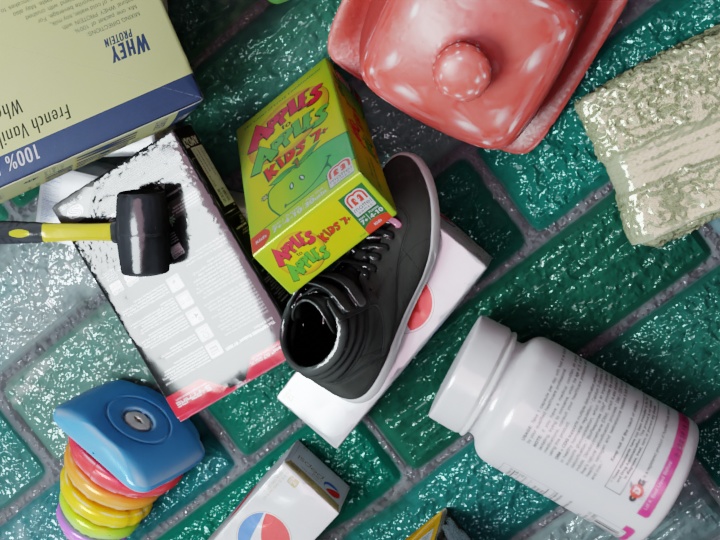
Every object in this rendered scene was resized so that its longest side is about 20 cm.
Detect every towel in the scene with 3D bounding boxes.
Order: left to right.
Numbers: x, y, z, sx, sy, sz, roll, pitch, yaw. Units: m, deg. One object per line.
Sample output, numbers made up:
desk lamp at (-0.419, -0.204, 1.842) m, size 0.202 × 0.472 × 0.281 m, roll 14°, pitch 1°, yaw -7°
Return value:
towel at (0.284, -0.117, 1.019) m, size 0.198 × 0.036 × 0.150 m, roll -23°, pitch 95°, yaw 13°

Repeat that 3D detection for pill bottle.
pill bottle at (0.163, 0.126, 1.045) m, size 0.198 × 0.113 × 0.114 m, roll 29°, pitch 104°, yaw 3°

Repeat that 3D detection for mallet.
mallet at (-0.237, -0.020, 0.992) m, size 0.197 × 0.041 × 0.067 m, roll -7°, pitch 97°, yaw 18°

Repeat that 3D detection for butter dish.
butter dish at (0.082, -0.175, 0.960) m, size 0.198 × 0.148 × 0.200 m, roll 26°, pitch 125°, yaw -5°

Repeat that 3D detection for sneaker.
sneaker at (0.000, 0.000, 0.976) m, size 0.070 × 0.099 × 0.202 m, roll 16°, pitch 89°, yaw 31°

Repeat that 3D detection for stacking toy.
stacking toy at (-0.231, 0.208, 1.143) m, size 0.116 × 0.109 × 0.201 m, roll 35°, pitch 116°, yaw 17°

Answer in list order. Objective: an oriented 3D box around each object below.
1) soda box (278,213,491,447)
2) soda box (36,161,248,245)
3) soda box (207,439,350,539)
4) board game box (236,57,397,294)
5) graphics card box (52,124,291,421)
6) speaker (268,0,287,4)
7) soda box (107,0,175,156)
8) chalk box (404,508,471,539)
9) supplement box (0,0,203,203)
soda box at (0.021, 0.047, 1.068) m, size 0.068 × 0.064 × 0.201 m, roll 39°, pitch 103°, yaw 3°
soda box at (-0.169, -0.043, 1.085) m, size 0.197 × 0.068 × 0.064 m, roll 13°, pitch 103°, yaw 7°
soda box at (-0.099, 0.250, 1.139) m, size 0.068 × 0.064 × 0.200 m, roll 41°, pitch 104°, yaw 0°
board game box at (-0.040, -0.079, 0.996) m, size 0.101 × 0.201 × 0.048 m, roll -37°, pitch 121°, yaw 14°
graphics card box at (-0.141, 0.002, 1.019) m, size 0.125 × 0.051 × 0.201 m, roll -30°, pitch 96°, yaw 16°
speaker at (-0.008, -0.297, 1.009) m, size 0.199 × 0.088 × 0.089 m, roll -33°, pitch 94°, yaw 14°
soda box at (-0.199, -0.198, 1.070) m, size 0.067 × 0.063 × 0.203 m, roll 0°, pitch 101°, yaw 9°
chalk box at (0.083, 0.334, 1.093) m, size 0.124 × 0.125 × 0.201 m, roll -39°, pitch 91°, yaw 14°
supplement box at (-0.249, -0.172, 0.948) m, size 0.198 × 0.134 × 0.202 m, roll -25°, pitch 96°, yaw -11°
